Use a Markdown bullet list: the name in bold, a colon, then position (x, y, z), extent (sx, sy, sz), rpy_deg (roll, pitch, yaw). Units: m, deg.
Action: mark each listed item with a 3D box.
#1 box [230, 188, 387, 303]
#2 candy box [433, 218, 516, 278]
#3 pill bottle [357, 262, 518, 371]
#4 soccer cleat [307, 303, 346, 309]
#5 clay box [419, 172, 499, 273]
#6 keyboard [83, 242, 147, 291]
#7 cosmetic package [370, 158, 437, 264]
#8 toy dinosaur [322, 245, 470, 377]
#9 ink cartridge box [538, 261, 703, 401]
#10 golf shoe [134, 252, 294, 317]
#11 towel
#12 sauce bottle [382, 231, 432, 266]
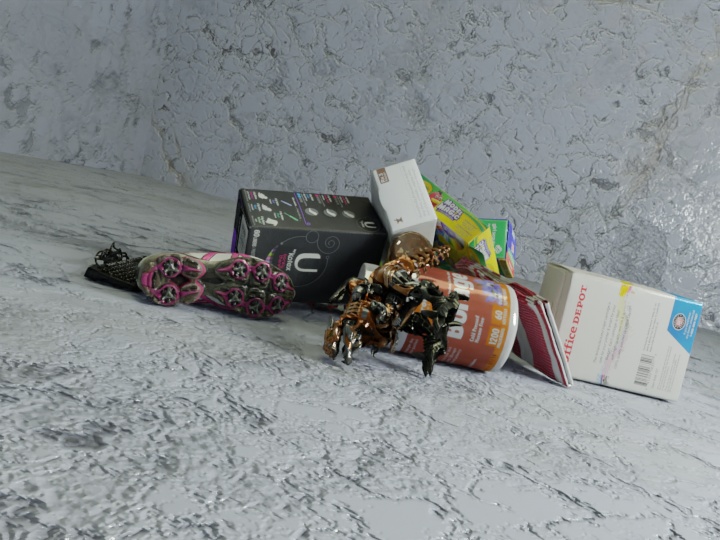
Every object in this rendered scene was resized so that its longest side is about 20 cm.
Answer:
- **box**: position (-0.077, -0.032, 1.049), extent (0.196, 0.124, 0.107), rpy_deg (1, 34, -20)
- **candy box**: position (0.171, -0.039, 1.317), extent (0.195, 0.079, 0.169), rpy_deg (2, -11, 17)
- **pill bottle**: position (0.089, 0.054, 0.938), extent (0.196, 0.115, 0.112), rpy_deg (12, 6, -7)
- **soccer cleat**: position (-0.077, 0.006, 1.159), extent (0.068, 0.079, 0.198), rpy_deg (7, 9, -45)
- **clay box**: position (0.145, -0.054, 1.146), extent (0.200, 0.047, 0.116), rpy_deg (44, -15, 39)
- **keyboard**: position (-0.304, -0.012, 0.995), extent (0.102, 0.041, 0.200), rpy_deg (15, 5, 2)
- **cosmetic package**: position (0.061, -0.065, 1.101), extent (0.072, 0.104, 0.201), rpy_deg (-16, -21, -7)
- **toy dinosaur**: position (0.044, 0.033, 0.833), extent (0.134, 0.201, 0.103), rpy_deg (31, -15, 21)
- **ink cartridge box**: position (0.370, 0.086, 1.112), extent (0.196, 0.151, 0.145), rpy_deg (14, 6, -3)
- **golf shoe**: position (-0.178, 0.009, 0.923), extent (0.196, 0.074, 0.092), rpy_deg (11, 5, -28)
- **towel**: position (0.209, 0.070, 1.034), extent (0.023, 0.146, 0.200), rpy_deg (-31, 27, -14)
- **sauce bottle**: position (0.055, 0.015, 1.069), extent (0.065, 0.067, 0.201), rpy_deg (13, -25, -4)
